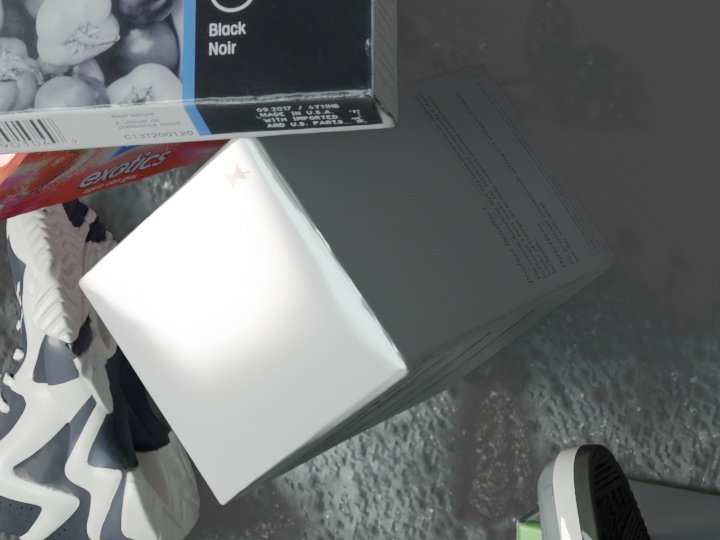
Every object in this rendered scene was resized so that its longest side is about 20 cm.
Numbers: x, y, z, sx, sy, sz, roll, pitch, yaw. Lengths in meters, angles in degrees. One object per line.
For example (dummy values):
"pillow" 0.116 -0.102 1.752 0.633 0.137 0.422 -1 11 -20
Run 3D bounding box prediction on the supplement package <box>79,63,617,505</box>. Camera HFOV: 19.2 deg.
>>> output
"supplement package" 0.000 0.000 0.923 0.117 0.200 0.117 -38 81 32

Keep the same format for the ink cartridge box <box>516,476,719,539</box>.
"ink cartridge box" 0.149 0.206 0.952 0.146 0.084 0.200 8 106 30

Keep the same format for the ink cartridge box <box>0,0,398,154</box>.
"ink cartridge box" -0.085 -0.146 0.838 0.198 0.043 0.200 -4 70 10

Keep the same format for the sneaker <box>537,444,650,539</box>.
"sneaker" 0.067 0.174 0.899 0.121 0.084 0.200 -7 98 23

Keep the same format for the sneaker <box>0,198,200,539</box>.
"sneaker" -0.175 0.064 1.117 0.129 0.079 0.199 -16 104 25

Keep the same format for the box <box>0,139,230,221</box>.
"box" -0.120 -0.102 0.971 0.095 0.200 0.103 -42 78 34
